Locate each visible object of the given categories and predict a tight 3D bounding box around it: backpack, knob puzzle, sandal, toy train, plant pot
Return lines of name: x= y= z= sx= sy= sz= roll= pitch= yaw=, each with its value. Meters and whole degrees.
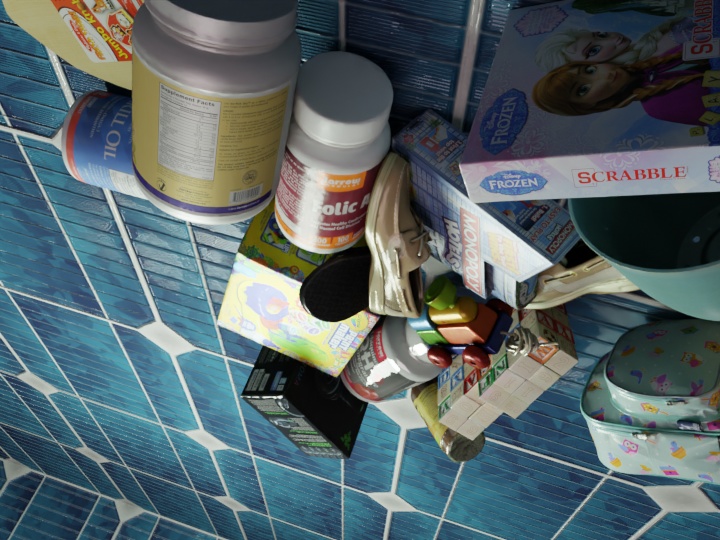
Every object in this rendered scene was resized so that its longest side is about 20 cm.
backpack: x=0.366 y=0.154 z=0.838 sx=0.198 sy=0.176 sz=0.154 roll=-17 pitch=113 yaw=44
knob puzzle: x=-0.263 y=-0.262 z=0.676 sx=0.216 sy=0.031 sz=0.221 roll=15 pitch=148 yaw=9
sandal: x=0.001 y=0.001 z=0.824 sx=0.048 sy=0.199 sz=0.076 roll=17 pitch=124 yaw=43
toy train: x=0.123 y=0.049 z=0.810 sx=0.115 sy=0.085 sz=0.199 roll=40 pitch=156 yaw=-21
plant pot: x=0.300 y=-0.051 z=0.586 sx=0.199 sy=0.203 sz=0.160 roll=-12 pitch=145 yaw=39

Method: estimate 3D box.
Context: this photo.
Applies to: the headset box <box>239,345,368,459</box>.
headset box: x=-0.068 y=0.176 z=1.099 sx=0.092 sy=0.176 sz=0.201 roll=-7 pitch=136 yaw=35

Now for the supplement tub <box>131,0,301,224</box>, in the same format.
supplement tub: x=-0.131 y=-0.159 z=0.625 sx=0.143 sy=0.146 sz=0.202 roll=20 pitch=133 yaw=2

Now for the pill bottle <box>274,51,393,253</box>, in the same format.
pill bottle: x=-0.030 y=-0.118 z=0.736 sx=0.113 sy=0.115 sz=0.201 roll=20 pitch=146 yaw=3

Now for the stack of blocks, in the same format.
stack of blocks: x=0.179 y=0.126 z=0.888 sx=0.058 sy=0.116 sz=0.201 roll=30 pitch=121 yaw=-13

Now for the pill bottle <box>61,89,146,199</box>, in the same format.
pill bottle: x=-0.237 y=-0.138 z=0.827 sx=0.197 sy=0.113 sz=0.113 roll=14 pitch=145 yaw=9

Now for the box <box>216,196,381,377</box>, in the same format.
box: x=-0.072 y=0.019 z=0.939 sx=0.190 sy=0.123 sz=0.201 roll=24 pitch=146 yaw=-5

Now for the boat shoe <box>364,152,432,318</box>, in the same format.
boat shoe: x=0.046 y=-0.032 z=0.739 sx=0.064 sy=0.072 sz=0.202 roll=13 pitch=135 yaw=15

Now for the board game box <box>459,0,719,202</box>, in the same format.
board game box: x=0.190 y=-0.137 z=0.515 sx=0.197 sy=0.202 sz=0.041 roll=-1 pitch=139 yaw=28

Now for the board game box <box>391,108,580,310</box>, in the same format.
board game box: x=0.132 y=-0.039 z=0.732 sx=0.199 sy=0.062 sz=0.201 roll=35 pitch=155 yaw=32

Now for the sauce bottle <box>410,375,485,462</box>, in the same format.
sauce bottle: x=0.114 y=0.197 z=1.034 sx=0.064 sy=0.200 sz=0.066 roll=-8 pitch=118 yaw=-16

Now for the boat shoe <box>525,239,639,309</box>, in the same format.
boat shoe: x=0.236 y=-0.009 z=0.787 sx=0.198 sy=0.074 sz=0.067 roll=-17 pitch=115 yaw=44

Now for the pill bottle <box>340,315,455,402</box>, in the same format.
pill bottle: x=0.059 y=0.113 z=1.003 sx=0.110 sy=0.112 sz=0.200 roll=33 pitch=144 yaw=-16
